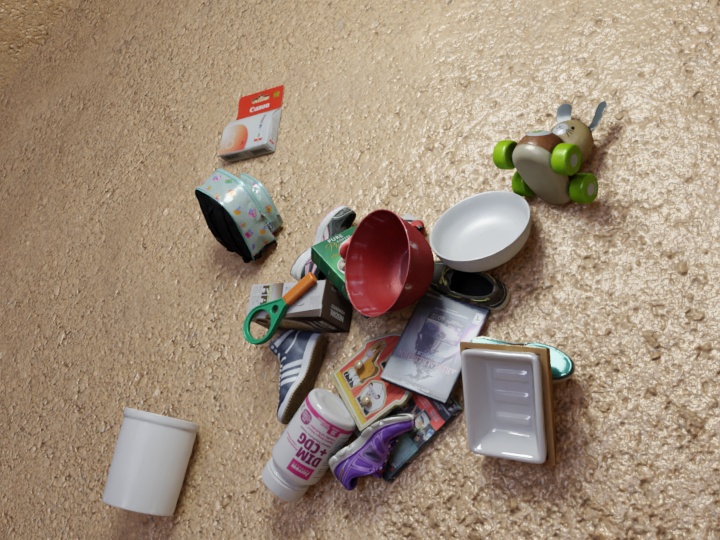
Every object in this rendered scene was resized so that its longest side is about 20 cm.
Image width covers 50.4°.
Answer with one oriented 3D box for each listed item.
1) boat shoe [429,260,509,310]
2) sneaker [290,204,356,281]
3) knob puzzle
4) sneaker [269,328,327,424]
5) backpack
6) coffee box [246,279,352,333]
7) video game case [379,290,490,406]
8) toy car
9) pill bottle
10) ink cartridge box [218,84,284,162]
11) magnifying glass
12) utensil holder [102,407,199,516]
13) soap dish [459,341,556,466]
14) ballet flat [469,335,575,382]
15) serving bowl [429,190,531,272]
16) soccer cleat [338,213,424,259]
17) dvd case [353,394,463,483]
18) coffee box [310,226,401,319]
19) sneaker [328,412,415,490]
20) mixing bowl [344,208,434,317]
[{"bbox_3d":[0.192,0.018,1.474,0.200,0.060,0.072,19,79,38],"label":"boat shoe"},{"bbox_3d":[-0.062,-0.043,1.679,0.086,0.080,0.201,37,99,27],"label":"sneaker"},{"bbox_3d":[0.042,0.191,1.487,0.218,0.030,0.221,-24,41,22],"label":"knob puzzle"},{"bbox_3d":[-0.153,0.217,1.606,0.107,0.070,0.202,14,70,26],"label":"sneaker"},{"bbox_3d":[-0.288,-0.142,1.787,0.153,0.201,0.175,-47,47,-14],"label":"backpack"},{"bbox_3d":[-0.129,0.080,1.631,0.198,0.114,0.081,-4,67,33],"label":"coffee box"},{"bbox_3d":[0.141,0.141,1.441,0.142,0.019,0.201,17,66,29],"label":"video game case"},{"bbox_3d":[0.375,-0.241,1.422,0.163,0.158,0.201,14,66,48],"label":"toy car"},{"bbox_3d":[-0.102,0.341,1.487,0.113,0.113,0.201,43,105,39],"label":"pill bottle"},{"bbox_3d":[-0.283,-0.392,1.994,0.161,0.050,0.202,-8,68,31],"label":"ink cartridge box"},{"bbox_3d":[-0.167,0.077,1.577,0.200,0.022,0.080,-43,55,16],"label":"magnifying glass"},{"bbox_3d":[-0.458,0.418,1.673,0.168,0.170,0.202,3,73,35],"label":"utensil holder"},{"bbox_3d":[0.252,0.216,1.283,0.156,0.081,0.203,1,103,35],"label":"soap dish"},{"bbox_3d":[0.285,0.159,1.345,0.198,0.069,0.070,14,77,32],"label":"ballet flat"},{"bbox_3d":[0.234,-0.064,1.458,0.198,0.066,0.201,-19,37,14],"label":"serving bowl"},{"bbox_3d":[0.039,-0.069,1.570,0.198,0.069,0.085,-19,37,-20],"label":"soccer cleat"},{"bbox_3d":[0.083,0.281,1.454,0.200,0.022,0.146,-47,51,7],"label":"dvd case"},{"bbox_3d":[0.000,0.000,1.573,0.122,0.044,0.200,-28,55,-28],"label":"coffee box"},{"bbox_3d":[0.033,0.335,1.418,0.200,0.080,0.084,-43,68,21],"label":"sneaker"},{"bbox_3d":[0.069,-0.007,1.448,0.199,0.107,0.203,-17,69,52],"label":"mixing bowl"}]
